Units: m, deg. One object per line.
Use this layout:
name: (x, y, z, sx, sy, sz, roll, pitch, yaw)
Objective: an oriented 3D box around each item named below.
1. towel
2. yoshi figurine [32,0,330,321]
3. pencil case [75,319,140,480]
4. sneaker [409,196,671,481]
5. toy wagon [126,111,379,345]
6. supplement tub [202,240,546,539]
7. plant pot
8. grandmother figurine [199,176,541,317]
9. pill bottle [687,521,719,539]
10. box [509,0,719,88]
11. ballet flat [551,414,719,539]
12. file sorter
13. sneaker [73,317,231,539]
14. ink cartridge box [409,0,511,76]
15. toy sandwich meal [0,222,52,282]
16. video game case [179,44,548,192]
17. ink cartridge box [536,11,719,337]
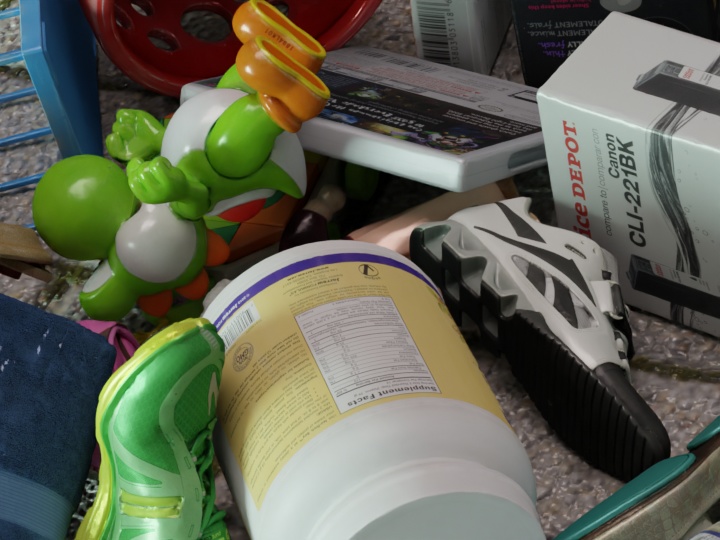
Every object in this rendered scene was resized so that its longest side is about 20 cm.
towel: (-0.196, 0.106, 1.493, 0.112, 0.049, 0.200, 21, 61, -13)
yoshi figurine: (-0.111, -0.062, 1.636, 0.200, 0.112, 0.112, -50, 61, 20)
pencil case: (-0.218, 0.080, 1.617, 0.200, 0.091, 0.094, -6, 73, 11)
sneaker: (0.118, 0.027, 1.581, 0.088, 0.074, 0.200, -26, 57, -23)
toy wagon: (-0.084, -0.030, 1.737, 0.155, 0.040, 0.200, 6, 44, 21)
supplement tub: (0.004, 0.094, 1.492, 0.145, 0.145, 0.200, -19, 41, -7)
plant pot: (-0.095, -0.234, 1.809, 0.200, 0.200, 0.183, -20, 49, -8)
grandmother figurine: (0.000, 0.000, 1.660, 0.200, 0.061, 0.121, -23, 52, -15)
pill bottle: (0.124, 0.206, 1.362, 0.200, 0.111, 0.111, -28, 43, -17)
box: (0.149, -0.213, 1.762, 0.122, 0.200, 0.106, -2, 42, 13)
ballet flat: (0.179, 0.113, 1.491, 0.200, 0.067, 0.062, -36, 90, -22)
file sorter: (-0.236, -0.128, 1.815, 0.123, 0.139, 0.200, -14, 40, 3)
sneaker: (-0.092, 0.112, 1.474, 0.084, 0.200, 0.074, 29, 31, 27)
ink cartridge box: (0.073, -0.240, 1.842, 0.050, 0.162, 0.200, 4, 43, 15)
toy sandwich meal: (-0.272, -0.001, 1.629, 0.205, 0.205, 0.070, 8, 89, 23)
video game case: (0.027, -0.091, 1.721, 0.200, 0.023, 0.182, 17, 20, 32)
ink cartridge box: (0.204, -0.040, 1.594, 0.200, 0.144, 0.084, 22, 51, 34)
